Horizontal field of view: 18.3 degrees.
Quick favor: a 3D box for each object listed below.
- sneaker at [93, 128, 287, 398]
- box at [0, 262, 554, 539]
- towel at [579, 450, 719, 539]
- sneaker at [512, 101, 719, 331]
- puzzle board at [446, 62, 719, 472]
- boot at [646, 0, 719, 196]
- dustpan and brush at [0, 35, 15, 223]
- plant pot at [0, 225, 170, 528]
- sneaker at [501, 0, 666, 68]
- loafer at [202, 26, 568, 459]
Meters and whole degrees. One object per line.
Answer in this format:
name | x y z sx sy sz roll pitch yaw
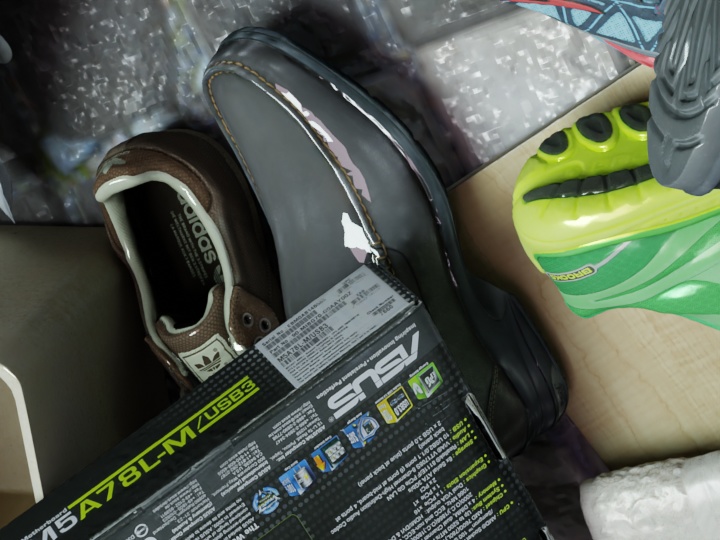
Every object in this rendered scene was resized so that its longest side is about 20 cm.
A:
sneaker | -0.050 0.040 0.875 0.070 0.075 0.201 -30 87 21
box | -0.025 0.129 0.816 0.199 0.047 0.194 -36 125 -9
towel | 0.184 0.144 0.882 0.132 0.035 0.201 -19 115 22
sneaker | 0.156 -0.023 0.794 0.198 0.074 0.084 -5 137 16
puzzle board | 0.138 0.017 0.859 0.150 0.017 0.200 -33 102 28
boot | 0.195 -0.079 0.632 0.199 0.066 0.166 14 100 -13
dustpan and brush | -0.193 -0.121 0.871 0.200 0.057 0.140 41 165 9
plant pot | -0.171 0.080 0.904 0.198 0.177 0.201 1 116 19
sneaker | 0.071 -0.111 0.765 0.199 0.096 0.080 14 106 13
loafer | 0.000 0.000 0.850 0.200 0.072 0.073 53 150 -10
